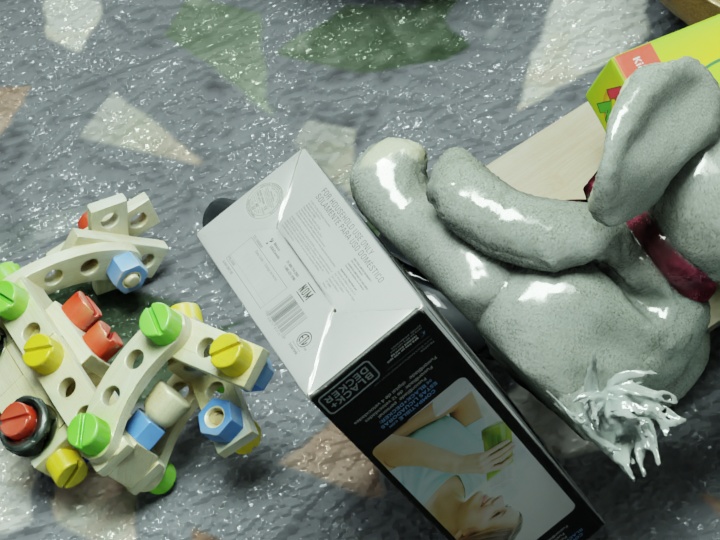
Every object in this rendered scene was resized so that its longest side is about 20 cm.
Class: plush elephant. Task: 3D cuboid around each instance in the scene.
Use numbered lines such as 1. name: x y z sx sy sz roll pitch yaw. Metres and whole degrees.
1. plush elephant: 0.118 -0.015 0.930 0.155 0.165 0.200 -44 32 -1

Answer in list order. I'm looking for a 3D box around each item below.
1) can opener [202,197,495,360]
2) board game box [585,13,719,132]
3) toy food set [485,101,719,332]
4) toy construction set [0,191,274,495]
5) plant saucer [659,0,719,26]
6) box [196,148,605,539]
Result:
1. can opener: 0.000 0.000 1.109 0.199 0.063 0.079 17 81 43
2. board game box: 0.222 -0.085 1.055 0.199 0.048 0.102 -23 76 -17
3. toy food set: 0.154 -0.020 1.101 0.200 0.061 0.144 -33 60 -16
4. toy construction set: -0.126 0.033 1.084 0.131 0.092 0.200 -43 39 6
5. plant saucer: 0.221 -0.162 1.182 0.199 0.036 0.201 14 36 -10
6. box: 0.021 0.049 0.952 0.060 0.200 0.117 -38 46 2
